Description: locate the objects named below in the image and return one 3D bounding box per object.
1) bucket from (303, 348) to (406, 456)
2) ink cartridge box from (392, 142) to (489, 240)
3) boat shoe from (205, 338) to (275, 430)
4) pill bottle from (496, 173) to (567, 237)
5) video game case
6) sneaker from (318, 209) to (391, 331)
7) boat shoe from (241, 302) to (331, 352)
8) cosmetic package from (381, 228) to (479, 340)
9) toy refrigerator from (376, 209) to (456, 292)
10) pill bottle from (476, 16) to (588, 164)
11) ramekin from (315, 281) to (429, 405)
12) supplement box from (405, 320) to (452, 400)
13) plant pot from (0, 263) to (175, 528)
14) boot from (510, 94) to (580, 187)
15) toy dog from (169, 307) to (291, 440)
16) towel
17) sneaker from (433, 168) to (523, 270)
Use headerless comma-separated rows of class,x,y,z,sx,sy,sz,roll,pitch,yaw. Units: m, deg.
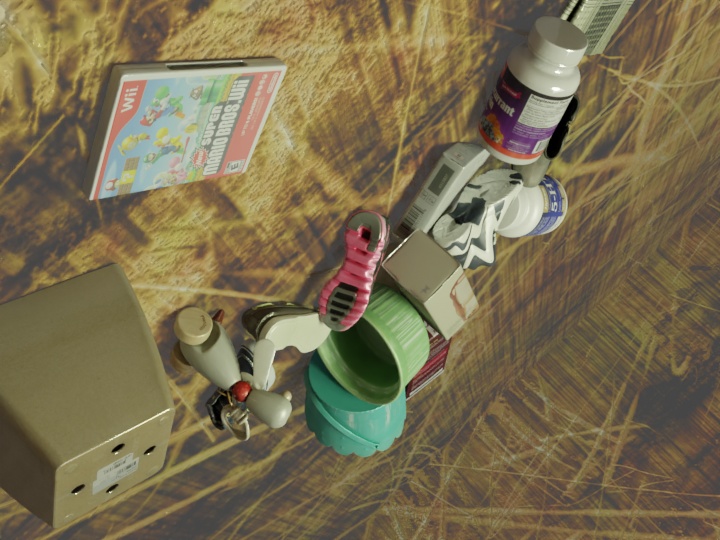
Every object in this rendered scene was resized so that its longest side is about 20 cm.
bucket,-0.010,0.223,1.493,0.206,0.207,0.135,-32,145,-26
ink cartridge box,0.143,-0.141,1.339,0.163,0.057,0.200,-59,174,31
boat shoe,-0.193,0.188,1.278,0.091,0.071,0.201,-36,159,-29
pill bottle,0.296,-0.123,1.505,0.199,0.120,0.120,-9,139,-55
video game case,-0.172,-0.144,0.807,0.199,0.017,0.144,-19,147,-46
sneaker,0.000,0.000,1.255,0.201,0.079,0.095,-67,167,16
boat shoe,-0.109,0.085,1.258,0.073,0.060,0.201,-63,155,8
cosmetic package,0.119,0.026,1.319,0.087,0.103,0.200,-45,155,-3
toy refrigerator,0.115,-0.031,1.430,0.199,0.070,0.076,-29,147,-34
pill bottle,0.255,-0.266,1.199,0.111,0.111,0.201,-26,152,-36
ramekin,0.021,0.116,1.366,0.097,0.200,0.201,-36,158,-36
supplement box,0.114,0.156,1.541,0.108,0.061,0.201,-34,154,-23
plant pot,-0.309,0.147,0.874,0.199,0.177,0.201,-25,150,-38
boot,0.299,-0.210,1.326,0.131,0.067,0.202,-81,-177,-60
toy dog,-0.168,0.122,1.095,0.132,0.200,0.096,-31,-169,48
towel,0.374,-0.419,1.251,0.192,0.035,0.201,-23,148,-47
sneaker,0.209,-0.074,1.383,0.199,0.079,0.130,-49,145,-23
